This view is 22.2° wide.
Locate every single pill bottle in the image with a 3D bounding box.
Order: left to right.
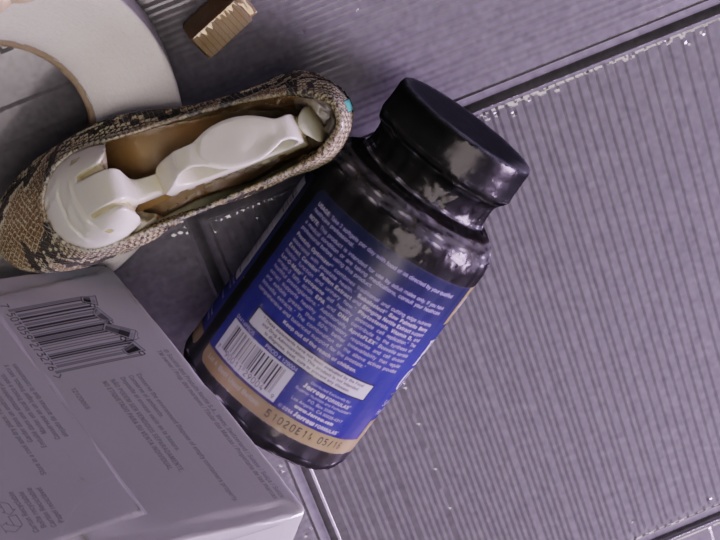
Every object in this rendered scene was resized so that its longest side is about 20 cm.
[{"bbox_3d":[0.000,0.000,1.000,0.112,0.112,0.200,30,106,-24],"label":"pill bottle"}]

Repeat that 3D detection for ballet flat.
[{"bbox_3d":[-0.097,-0.053,0.931,0.199,0.075,0.068,-21,95,-2],"label":"ballet flat"}]

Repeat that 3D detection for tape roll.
[{"bbox_3d":[-0.193,-0.074,0.963,0.202,0.037,0.204,-5,117,-11],"label":"tape roll"}]

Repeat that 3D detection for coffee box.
[{"bbox_3d":[-0.186,0.142,0.922,0.199,0.200,0.198,-9,133,-39],"label":"coffee box"}]

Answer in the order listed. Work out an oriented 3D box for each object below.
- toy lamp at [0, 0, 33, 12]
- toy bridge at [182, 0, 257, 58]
[{"bbox_3d":[-0.175,-0.137,0.886,0.199,0.058,0.058,-23,118,-5],"label":"toy lamp"},{"bbox_3d":[-0.119,-0.201,0.924,0.067,0.027,0.200,-41,117,5],"label":"toy bridge"}]
